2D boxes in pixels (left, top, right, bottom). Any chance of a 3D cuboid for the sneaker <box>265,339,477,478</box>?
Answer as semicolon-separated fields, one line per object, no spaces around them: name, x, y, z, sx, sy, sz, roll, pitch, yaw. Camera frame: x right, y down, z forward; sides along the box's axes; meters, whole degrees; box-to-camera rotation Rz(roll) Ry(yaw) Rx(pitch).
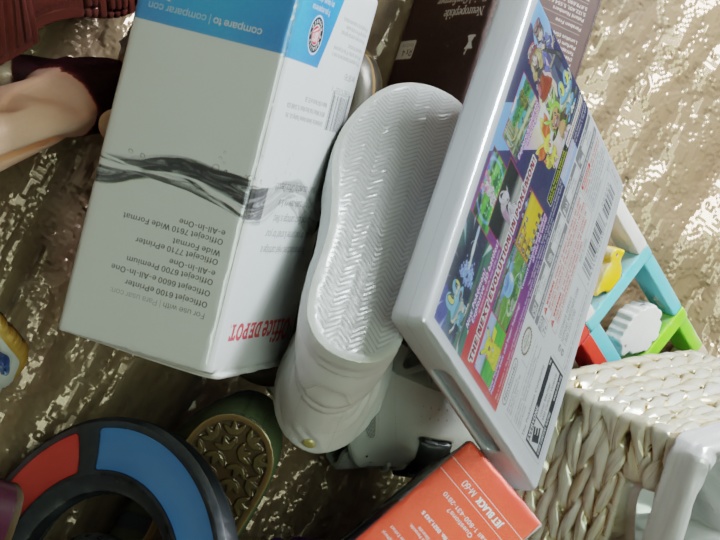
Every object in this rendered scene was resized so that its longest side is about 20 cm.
sneaker;0.025;0.087;1.146;0.200;0.074;0.089;37;97;-29

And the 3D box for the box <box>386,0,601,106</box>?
box;0.066;-0.102;1.129;0.075;0.100;0.201;19;84;-27

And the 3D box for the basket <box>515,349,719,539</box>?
basket;0.184;0.130;1.152;0.200;0.123;0.136;-4;113;-50

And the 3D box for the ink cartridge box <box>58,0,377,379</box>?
ink cartridge box;-0.068;-0.056;0.984;0.083;0.145;0.201;15;94;12

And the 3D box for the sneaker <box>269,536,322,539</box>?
sneaker;-0.014;0.181;1.124;0.199;0.081;0.084;-23;98;-24

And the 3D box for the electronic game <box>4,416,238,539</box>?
electronic game;-0.139;0.172;0.992;0.042;0.200;0.201;25;82;-48

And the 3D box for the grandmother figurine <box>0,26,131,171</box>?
grandmother figurine;-0.155;-0.085;1.012;0.200;0.121;0.061;-24;136;-45

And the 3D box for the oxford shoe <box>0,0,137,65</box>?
oxford shoe;-0.166;-0.165;1.023;0.200;0.075;0.071;-30;131;-43

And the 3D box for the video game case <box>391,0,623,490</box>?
video game case;0.083;-0.013;1.031;0.182;0.023;0.201;56;47;-51

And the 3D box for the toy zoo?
toy zoo;0.132;0.034;1.185;0.131;0.020;0.200;-49;130;-16

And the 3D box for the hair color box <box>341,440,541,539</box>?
hair color box;-0.007;0.181;1.041;0.200;0.111;0.064;-41;87;-15

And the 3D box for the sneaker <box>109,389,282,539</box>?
sneaker;-0.101;0.147;1.076;0.067;0.090;0.200;34;108;-3

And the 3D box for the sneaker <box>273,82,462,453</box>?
sneaker;0.000;0.000;1.031;0.073;0.116;0.200;22;50;0

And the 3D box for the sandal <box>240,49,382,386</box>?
sandal;-0.041;-0.037;1.083;0.055;0.082;0.201;25;79;-51

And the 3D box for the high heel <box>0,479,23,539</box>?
high heel;-0.248;0.184;0.994;0.096;0.067;0.201;25;76;-35

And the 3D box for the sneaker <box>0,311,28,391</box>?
sneaker;-0.258;0.000;0.984;0.088;0.075;0.200;-41;105;-7
